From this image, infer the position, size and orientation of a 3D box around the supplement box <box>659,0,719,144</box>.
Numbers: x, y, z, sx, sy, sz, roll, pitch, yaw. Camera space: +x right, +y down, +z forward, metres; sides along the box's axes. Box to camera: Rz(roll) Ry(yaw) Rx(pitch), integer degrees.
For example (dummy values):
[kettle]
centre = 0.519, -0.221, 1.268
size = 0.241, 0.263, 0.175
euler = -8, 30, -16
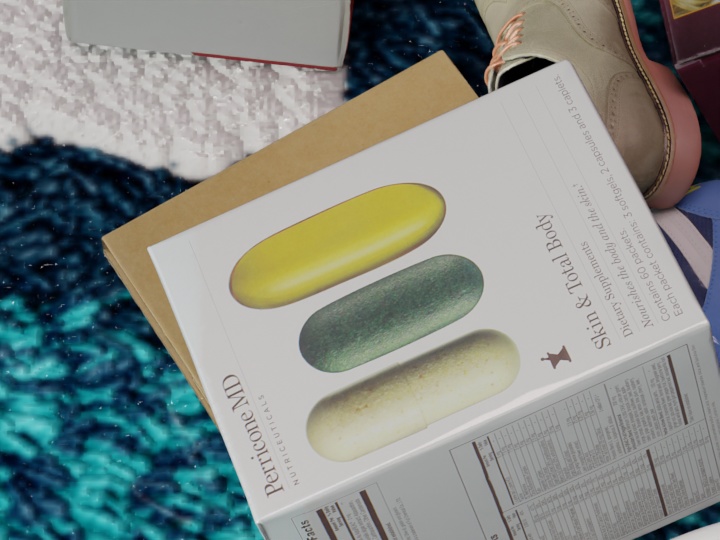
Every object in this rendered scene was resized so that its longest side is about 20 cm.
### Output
[supplement box]
centre = 0.199, -0.168, 1.392
size = 0.110, 0.086, 0.200
euler = -20, 52, 16

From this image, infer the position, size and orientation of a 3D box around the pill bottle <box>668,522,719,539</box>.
[pill bottle]
centre = 0.187, 0.209, 1.210
size = 0.112, 0.112, 0.201
euler = -13, 71, -5

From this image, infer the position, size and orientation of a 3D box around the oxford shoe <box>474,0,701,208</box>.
[oxford shoe]
centre = 0.091, -0.107, 1.378
size = 0.074, 0.071, 0.200
euler = 4, 34, -31

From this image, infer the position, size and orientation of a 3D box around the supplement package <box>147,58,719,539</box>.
[supplement package]
centre = 0.040, 0.042, 1.235
size = 0.200, 0.151, 0.152
euler = -24, 56, 0

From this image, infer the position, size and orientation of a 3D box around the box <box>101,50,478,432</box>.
[box]
centre = 0.000, 0.000, 1.380
size = 0.200, 0.021, 0.164
euler = -30, 66, -13

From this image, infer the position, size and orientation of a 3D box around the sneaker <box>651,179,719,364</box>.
[sneaker]
centre = 0.179, 0.045, 1.327
size = 0.082, 0.074, 0.200
euler = -16, 56, -4

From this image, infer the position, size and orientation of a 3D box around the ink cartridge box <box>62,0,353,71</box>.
[ink cartridge box]
centre = -0.067, -0.213, 1.454
size = 0.146, 0.083, 0.201
euler = 7, 64, 0
